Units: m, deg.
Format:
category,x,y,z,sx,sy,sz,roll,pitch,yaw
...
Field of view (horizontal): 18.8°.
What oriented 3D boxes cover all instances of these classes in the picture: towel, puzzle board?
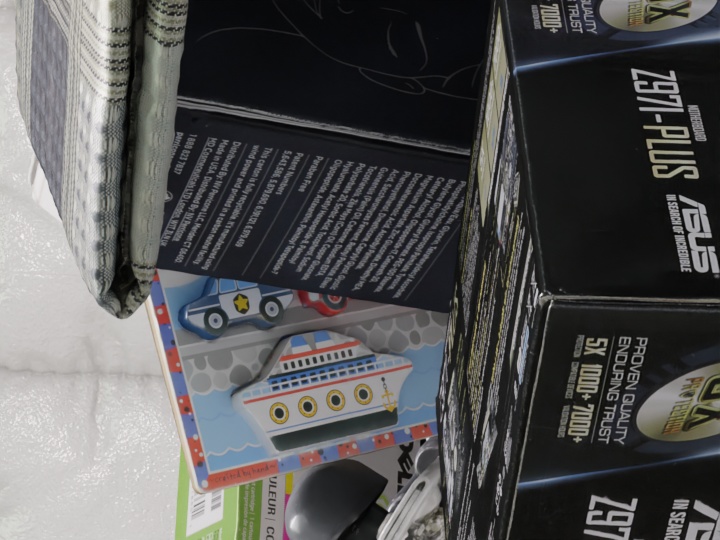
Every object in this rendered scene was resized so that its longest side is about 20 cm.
category,x,y,z,sx,sy,sz,roll,pitch,yaw
towel,-0.093,-0.113,0.773,0.193,0.034,0.200,-123,35,-60
puzzle board,0.000,0.000,0.919,0.017,0.200,0.151,-27,77,57

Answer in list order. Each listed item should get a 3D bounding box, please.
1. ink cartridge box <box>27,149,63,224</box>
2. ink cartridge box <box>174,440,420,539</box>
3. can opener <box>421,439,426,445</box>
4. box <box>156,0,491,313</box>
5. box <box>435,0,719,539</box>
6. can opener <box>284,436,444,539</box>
category,x,y,z,sx,sy,sz,roll,pitch,yaw
ink cartridge box,-0.055,-0.045,1.046,0.085,0.200,0.146,-38,-22,-43
ink cartridge box,0.010,0.155,1.091,0.076,0.200,0.148,-32,50,54
can opener,0.046,0.118,1.355,0.200,0.063,0.079,-63,-51,-77
box,0.005,-0.101,0.867,0.124,0.196,0.200,121,154,-56
box,0.077,0.029,0.665,0.164,0.086,0.200,-93,6,-49
can opener,0.025,0.091,0.953,0.053,0.066,0.200,-59,-11,12
